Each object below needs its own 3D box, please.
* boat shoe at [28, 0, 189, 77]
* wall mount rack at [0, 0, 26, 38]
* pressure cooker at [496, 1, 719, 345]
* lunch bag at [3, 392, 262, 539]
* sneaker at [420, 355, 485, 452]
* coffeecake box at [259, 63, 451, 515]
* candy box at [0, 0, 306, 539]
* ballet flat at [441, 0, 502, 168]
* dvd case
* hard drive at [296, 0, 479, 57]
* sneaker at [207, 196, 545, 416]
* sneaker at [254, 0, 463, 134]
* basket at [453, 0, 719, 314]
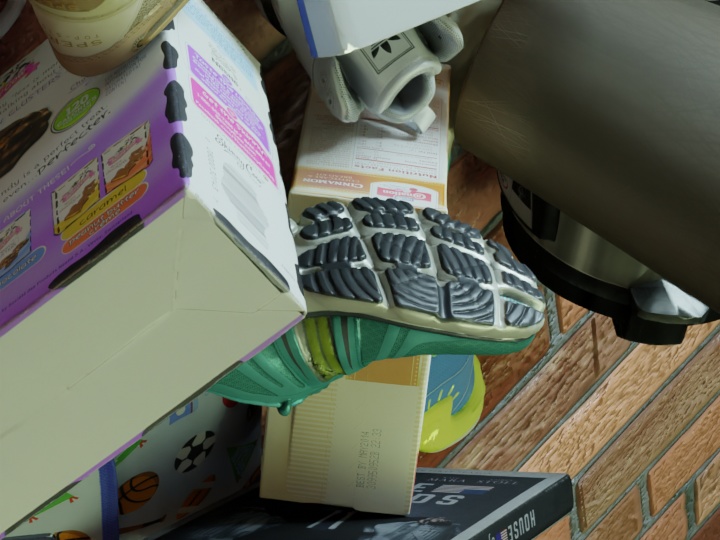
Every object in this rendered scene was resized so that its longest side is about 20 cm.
[{"bbox_3d":[-0.058,-0.159,0.916,0.200,0.071,0.065,-49,154,-21],"label":"boat shoe"},{"bbox_3d":[-0.173,-0.104,0.903,0.174,0.075,0.200,-48,152,-10],"label":"wall mount rack"},{"bbox_3d":[0.172,-0.062,1.391,0.176,0.179,0.200,-33,146,-40],"label":"pressure cooker"},{"bbox_3d":[-0.139,0.078,1.115,0.200,0.124,0.170,-34,150,-29],"label":"lunch bag"},{"bbox_3d":[0.003,0.073,1.409,0.200,0.076,0.105,-33,135,-48],"label":"sneaker"},{"bbox_3d":[0.000,0.000,1.158,0.200,0.073,0.154,-83,180,-66],"label":"coffeecake box"},{"bbox_3d":[-0.113,-0.010,0.921,0.168,0.200,0.072,-36,119,14],"label":"candy box"},{"bbox_3d":[0.022,-0.088,1.260,0.069,0.069,0.200,-11,129,-53],"label":"ballet flat"},{"bbox_3d":[-0.007,0.123,1.113,0.200,0.150,0.025,-22,110,-62],"label":"dvd case"},{"bbox_3d":[0.005,-0.203,1.005,0.132,0.025,0.200,-26,107,-42],"label":"hard drive"},{"bbox_3d":[-0.023,0.019,1.022,0.078,0.200,0.080,-92,-178,-53],"label":"sneaker"},{"bbox_3d":[-0.012,-0.140,1.062,0.075,0.115,0.200,-33,151,-6],"label":"sneaker"},{"bbox_3d":[0.159,-0.069,1.204,0.180,0.200,0.136,-50,161,-45],"label":"basket"}]
